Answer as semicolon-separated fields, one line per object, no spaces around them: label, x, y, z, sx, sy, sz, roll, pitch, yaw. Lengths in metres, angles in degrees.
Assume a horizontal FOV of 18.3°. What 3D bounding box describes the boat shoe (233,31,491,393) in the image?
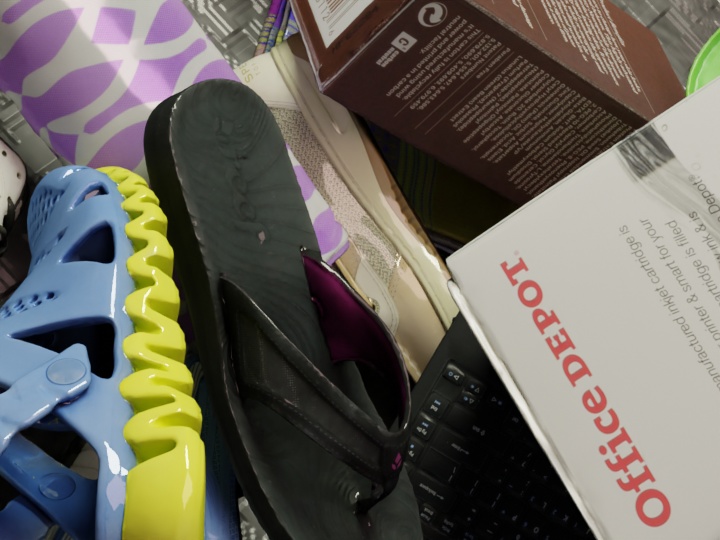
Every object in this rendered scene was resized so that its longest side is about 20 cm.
boat shoe;0.000;0.000;0.941;0.200;0.065;0.072;61;2;-5

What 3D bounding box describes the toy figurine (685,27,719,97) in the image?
toy figurine;0.225;0.007;0.966;0.184;0.150;0.200;46;24;-45

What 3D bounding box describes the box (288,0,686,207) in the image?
box;0.060;-0.091;0.960;0.200;0.075;0.100;26;31;-39

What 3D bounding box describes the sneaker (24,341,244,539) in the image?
sneaker;-0.082;0.111;0.801;0.089;0.079;0.200;36;47;-5

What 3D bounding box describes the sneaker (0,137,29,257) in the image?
sneaker;-0.156;-0.013;0.834;0.088;0.076;0.200;-5;65;-36

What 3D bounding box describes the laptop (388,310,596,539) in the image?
laptop;0.073;0.118;0.846;0.177;0.103;0.200;31;90;7

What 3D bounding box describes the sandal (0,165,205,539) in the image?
sandal;-0.103;0.031;0.757;0.087;0.080;0.200;-2;35;-10

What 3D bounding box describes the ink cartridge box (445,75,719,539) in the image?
ink cartridge box;0.154;0.009;0.812;0.145;0.200;0.084;61;10;20

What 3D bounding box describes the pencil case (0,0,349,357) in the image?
pencil case;-0.090;-0.060;0.868;0.084;0.085;0.200;-41;98;-38

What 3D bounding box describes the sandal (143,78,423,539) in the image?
sandal;-0.021;0.026;0.803;0.075;0.048;0.201;-26;97;-47

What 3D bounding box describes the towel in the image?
towel;0.022;-0.093;1.042;0.143;0.023;0.200;27;50;-15
